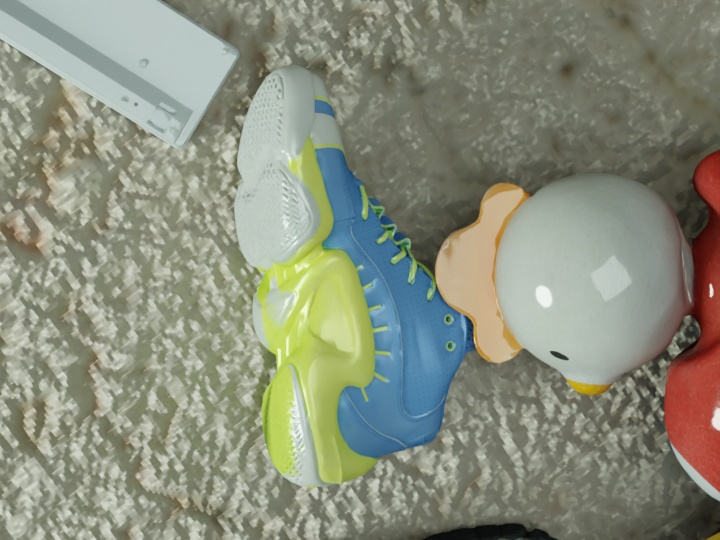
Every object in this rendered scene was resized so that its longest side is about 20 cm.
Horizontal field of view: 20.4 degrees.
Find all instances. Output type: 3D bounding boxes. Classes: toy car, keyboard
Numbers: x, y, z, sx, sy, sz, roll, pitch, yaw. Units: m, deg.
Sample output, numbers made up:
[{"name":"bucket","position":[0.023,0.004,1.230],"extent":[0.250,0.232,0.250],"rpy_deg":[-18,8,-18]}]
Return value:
[{"name":"toy car","position":[0.134,0.023,0.939],"extent":[0.199,0.184,0.178],"rpy_deg":[3,95,6]},{"name":"keyboard","position":[-0.154,-0.133,0.946],"extent":[0.200,0.011,0.056],"rpy_deg":[32,83,-12]}]

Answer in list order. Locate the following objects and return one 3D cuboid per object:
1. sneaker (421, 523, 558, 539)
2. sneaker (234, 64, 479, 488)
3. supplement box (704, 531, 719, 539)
[{"name":"sneaker","position":[0.012,0.178,0.969],"extent":[0.199,0.078,0.080],"rpy_deg":[-4,104,-11]},{"name":"sneaker","position":[0.000,0.000,0.959],"extent":[0.105,0.076,0.201],"rpy_deg":[-7,103,-22]},{"name":"supplement box","position":[0.297,0.189,0.940],"extent":[0.199,0.197,0.133],"rpy_deg":[-26,127,-7]}]
